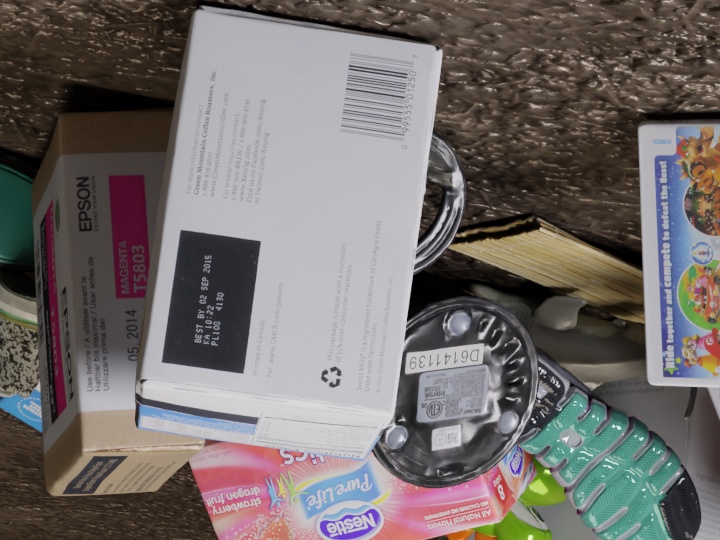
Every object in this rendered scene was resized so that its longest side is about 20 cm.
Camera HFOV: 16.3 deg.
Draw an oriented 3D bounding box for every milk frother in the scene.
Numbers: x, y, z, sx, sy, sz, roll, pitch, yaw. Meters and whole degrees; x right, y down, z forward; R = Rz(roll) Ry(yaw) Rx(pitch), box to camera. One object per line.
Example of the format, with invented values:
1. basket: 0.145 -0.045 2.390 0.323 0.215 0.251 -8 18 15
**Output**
1. milk frother: 0.000 0.000 1.497 0.180 0.201 0.188 13 -170 -32

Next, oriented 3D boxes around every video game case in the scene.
1. video game case: 0.245 -0.008 1.313 0.199 0.144 0.018 1 -169 23

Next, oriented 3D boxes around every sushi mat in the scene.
1. sushi mat: 0.151 0.004 1.623 0.200 0.012 0.096 21 160 -39

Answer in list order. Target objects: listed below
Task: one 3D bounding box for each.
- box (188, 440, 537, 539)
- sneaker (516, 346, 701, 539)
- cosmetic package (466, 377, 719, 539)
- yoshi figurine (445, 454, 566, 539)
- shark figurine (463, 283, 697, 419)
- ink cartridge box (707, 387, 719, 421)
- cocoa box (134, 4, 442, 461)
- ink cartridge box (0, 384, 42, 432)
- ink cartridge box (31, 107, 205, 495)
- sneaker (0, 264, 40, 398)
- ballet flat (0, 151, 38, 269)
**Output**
1. box: 0.001 0.127 1.652 0.199 0.103 0.095 -15 -169 23
2. sneaker: 0.142 0.100 1.601 0.200 0.074 0.088 44 -167 -22
3. cosmetic package: 0.184 0.148 1.770 0.199 0.201 0.123 -7 162 43
4. yoshi figurine: 0.079 0.101 1.723 0.112 0.200 0.112 -27 162 -44
5. shark figurine: 0.156 0.067 1.658 0.214 0.090 0.128 10 172 39
6. ink cartridge box: 0.236 0.079 1.505 0.044 0.201 0.094 -22 157 10
7. cocoa box: -0.040 -0.015 1.304 0.133 0.201 0.131 8 165 -4
8. ink cartridge box: -0.140 0.054 1.677 0.116 0.067 0.200 33 137 -21
9. ink cartridge box: -0.146 0.022 1.472 0.075 0.201 0.165 -1 166 -13
10. sneaker: -0.233 0.036 1.653 0.077 0.089 0.200 18 -177 -13
11. ballet flat: -0.267 -0.054 1.558 0.200 0.075 0.074 21 160 -34
